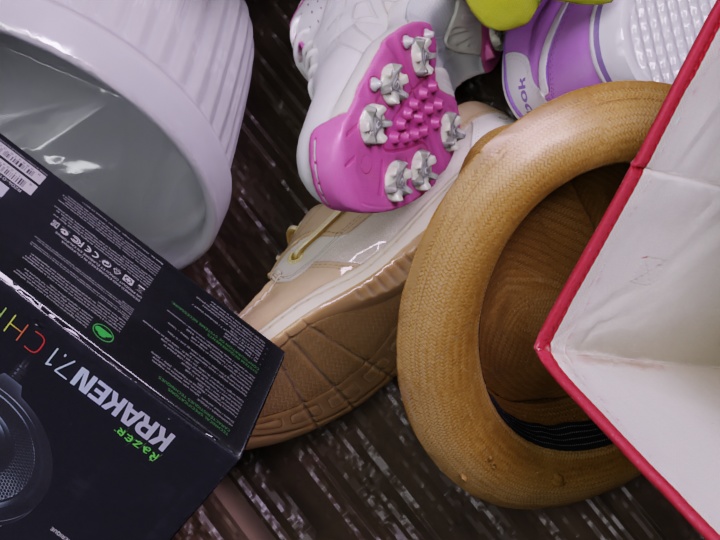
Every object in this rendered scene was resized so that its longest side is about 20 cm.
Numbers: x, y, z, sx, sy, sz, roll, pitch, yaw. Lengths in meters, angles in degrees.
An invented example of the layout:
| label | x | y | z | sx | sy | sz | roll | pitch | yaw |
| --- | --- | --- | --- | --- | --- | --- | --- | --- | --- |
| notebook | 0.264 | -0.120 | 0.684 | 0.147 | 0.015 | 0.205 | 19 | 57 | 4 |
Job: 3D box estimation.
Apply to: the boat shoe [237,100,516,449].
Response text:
| label | x | y | z | sx | sy | sz | roll | pitch | yaw |
| --- | --- | --- | --- | --- | --- | --- | --- | --- | --- |
| boat shoe | 0.000 | 0.000 | 0.860 | 0.199 | 0.074 | 0.069 | -37 | 48 | -2 |

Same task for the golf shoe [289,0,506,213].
| label | x | y | z | sx | sy | sz | roll | pitch | yaw |
| --- | --- | --- | --- | --- | --- | --- | --- | --- | --- |
| golf shoe | 0.004 | -0.087 | 0.831 | 0.091 | 0.200 | 0.076 | -1 | 123 | 24 |

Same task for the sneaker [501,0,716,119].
| label | x | y | z | sx | sy | sz | roll | pitch | yaw |
| --- | --- | --- | --- | --- | --- | --- | --- | --- | --- |
| sneaker | 0.127 | -0.143 | 0.850 | 0.073 | 0.114 | 0.201 | 48 | 60 | -16 |

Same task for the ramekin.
| label | x | y | z | sx | sy | sz | roll | pitch | yaw |
| --- | --- | --- | --- | --- | --- | --- | --- | --- | --- |
| ramekin | -0.140 | -0.092 | 0.838 | 0.198 | 0.201 | 0.106 | 12 | 61 | 14 |

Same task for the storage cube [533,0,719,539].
| label | x | y | z | sx | sy | sz | roll | pitch | yaw |
| --- | --- | --- | --- | --- | --- | --- | --- | --- | --- |
| storage cube | 0.207 | 0.016 | 0.700 | 0.200 | 0.178 | 0.172 | 49 | 121 | 43 |

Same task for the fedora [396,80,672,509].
| label | x | y | z | sx | sy | sz | roll | pitch | yaw |
| --- | --- | --- | --- | --- | --- | --- | --- | --- | --- |
| fedora | 0.086 | 0.002 | 0.803 | 0.201 | 0.201 | 0.082 | -45 | 39 | 2 |

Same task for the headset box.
| label | x | y | z | sx | sy | sz | roll | pitch | yaw |
| --- | --- | --- | --- | --- | --- | --- | --- | --- | --- |
| headset box | -0.162 | 0.069 | 0.796 | 0.174 | 0.093 | 0.200 | 38 | 116 | -7 |

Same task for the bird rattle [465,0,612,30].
| label | x | y | z | sx | sy | sz | roll | pitch | yaw |
| --- | --- | --- | --- | --- | --- | --- | --- | --- | --- |
| bird rattle | 0.026 | -0.193 | 0.769 | 0.198 | 0.113 | 0.164 | 21 | 108 | -12 |
